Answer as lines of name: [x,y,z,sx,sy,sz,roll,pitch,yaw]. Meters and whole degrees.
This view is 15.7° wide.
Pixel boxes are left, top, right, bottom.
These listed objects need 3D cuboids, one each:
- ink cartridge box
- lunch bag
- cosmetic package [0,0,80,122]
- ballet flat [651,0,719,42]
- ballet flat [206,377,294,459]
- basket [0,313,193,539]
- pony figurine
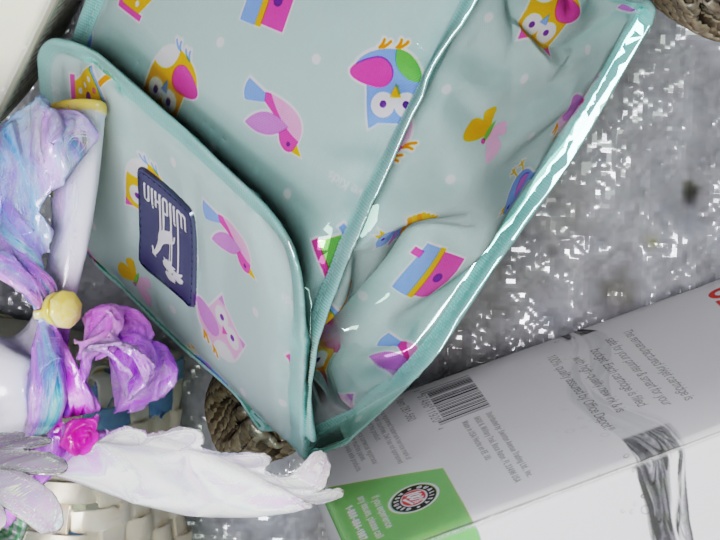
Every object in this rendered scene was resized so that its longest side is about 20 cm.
ink cartridge box: [0.089,0.084,0.975,0.200,0.146,0.084,-19,108,-4]
lunch bag: [-0.023,-0.056,0.936,0.170,0.122,0.200,39,106,34]
cosmetic package: [-0.121,-0.165,0.957,0.087,0.103,0.200,29,110,-3]
ballet flat: [0.079,-0.151,0.967,0.200,0.046,0.067,38,109,-8]
ballet flat: [0.000,0.000,1.025,0.067,0.046,0.200,35,111,-5]
basket: [-0.155,0.120,1.042,0.176,0.139,0.200,8,104,19]
pony figurine: [-0.124,0.044,0.903,0.193,0.166,0.200,-15,75,46]
